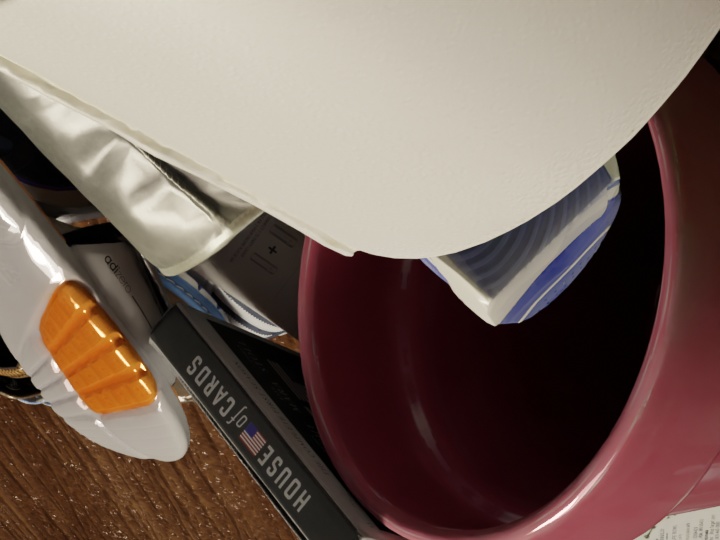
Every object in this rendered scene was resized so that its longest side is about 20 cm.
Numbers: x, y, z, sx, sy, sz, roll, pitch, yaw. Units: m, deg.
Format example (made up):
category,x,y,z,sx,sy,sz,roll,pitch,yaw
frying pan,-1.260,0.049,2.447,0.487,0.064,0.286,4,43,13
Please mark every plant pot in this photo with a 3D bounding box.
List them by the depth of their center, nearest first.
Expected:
category,x,y,z,sx,sy,sz,roll,pitch,yaw
plant pot,0.104,0.012,0.921,0.178,0.202,0.199,11,167,-40

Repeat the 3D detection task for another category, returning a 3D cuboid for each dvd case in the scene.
category,x,y,z,sx,sy,sz,roll,pitch,yaw
dvd case,0.019,0.090,0.995,0.200,0.025,0.150,27,-164,-48

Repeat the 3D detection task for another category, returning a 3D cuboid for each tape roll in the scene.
category,x,y,z,sx,sy,sz,roll,pitch,yaw
tape roll,-0.005,-0.121,0.608,0.139,0.204,0.202,27,157,-32

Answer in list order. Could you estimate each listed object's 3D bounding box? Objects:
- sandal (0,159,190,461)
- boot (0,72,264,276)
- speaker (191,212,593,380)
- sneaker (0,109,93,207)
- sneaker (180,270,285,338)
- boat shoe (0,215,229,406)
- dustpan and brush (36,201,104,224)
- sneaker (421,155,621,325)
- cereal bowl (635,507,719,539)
category,x,y,z,sx,sy,sz,roll,pitch,yaw
sandal,-0.119,-0.008,0.992,0.079,0.059,0.207,2,133,44
boot,-0.131,-0.070,0.897,0.181,0.073,0.200,-32,127,19
speaker,0.000,0.000,1.029,0.199,0.081,0.081,34,158,-5
sneaker,-0.179,-0.104,0.982,0.199,0.081,0.147,18,151,8
sneaker,-0.030,0.006,1.157,0.108,0.070,0.200,18,157,0
boat shoe,-0.143,0.021,1.083,0.199,0.073,0.072,27,136,-28
dustpan and brush,-0.169,-0.028,1.156,0.199,0.058,0.140,-23,-170,12
sneaker,0.015,-0.067,0.838,0.200,0.080,0.115,50,177,20
cereal bowl,0.141,0.093,1.129,0.199,0.084,0.201,0,137,0
